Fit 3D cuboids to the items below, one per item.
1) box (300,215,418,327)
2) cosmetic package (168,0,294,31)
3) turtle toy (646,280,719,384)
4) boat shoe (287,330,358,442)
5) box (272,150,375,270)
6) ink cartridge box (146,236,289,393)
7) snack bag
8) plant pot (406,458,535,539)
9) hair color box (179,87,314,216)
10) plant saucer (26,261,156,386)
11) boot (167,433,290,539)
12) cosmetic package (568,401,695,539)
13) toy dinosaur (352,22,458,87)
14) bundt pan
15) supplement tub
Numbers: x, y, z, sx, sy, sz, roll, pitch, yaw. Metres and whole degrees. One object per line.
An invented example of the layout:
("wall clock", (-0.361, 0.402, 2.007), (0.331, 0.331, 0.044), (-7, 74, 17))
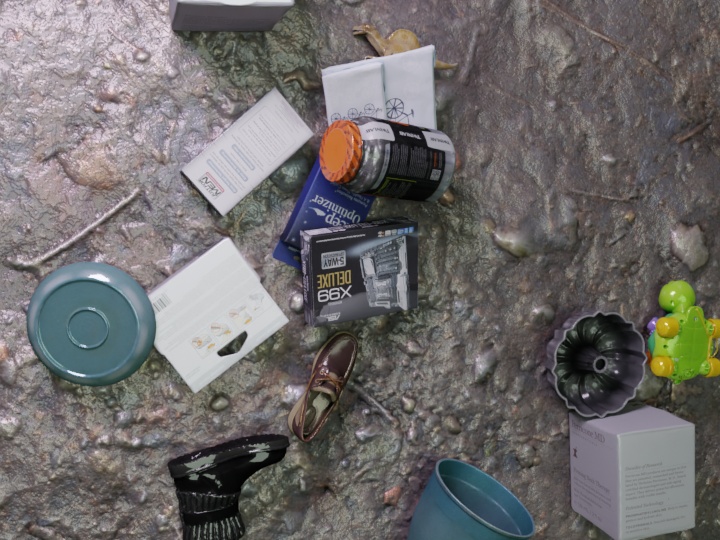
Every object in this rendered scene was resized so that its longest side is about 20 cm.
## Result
("box", (0.000, 0.000, 1.333), (0.200, 0.050, 0.158), (-9, 109, -24))
("cosmetic package", (-0.200, -0.455, 1.174), (0.165, 0.200, 0.165), (-5, 97, -17))
("turtle toy", (0.613, 0.120, 1.531), (0.146, 0.101, 0.200), (4, 94, -17))
("boat shoe", (-0.057, 0.199, 1.352), (0.072, 0.072, 0.200), (32, 86, -17))
("box", (-0.054, -0.089, 1.327), (0.121, 0.032, 0.200), (24, 93, -31))
("ink cartridge box", (-0.245, 0.071, 1.297), (0.200, 0.044, 0.174), (-38, 105, -10))
("snack bag", (0.040, -0.262, 1.318), (0.200, 0.021, 0.189), (-16, 126, -13))
("plant pot", (0.172, 0.468, 1.397), (0.200, 0.200, 0.188), (26, 103, -18))
("hair color box", (-0.183, -0.189, 1.280), (0.200, 0.061, 0.099), (-43, 105, -9))
("plant saucer", (-0.419, 0.087, 1.230), (0.200, 0.027, 0.200), (0, 101, -3))
("boot", (-0.205, 0.366, 1.319), (0.211, 0.079, 0.158), (-15, 93, -4))
("cosmetic package", (0.506, 0.370, 1.490), (0.166, 0.167, 0.200), (-5, 96, -16))
("toy dinosaur", (0.077, -0.353, 1.343), (0.200, 0.058, 0.101), (18, 89, -18))
("bundt pan", (0.430, 0.169, 1.494), (0.202, 0.076, 0.202), (-2, 97, -17))
("supplement tub", (0.043, -0.178, 1.273), (0.200, 0.122, 0.123), (4, 95, -35))
